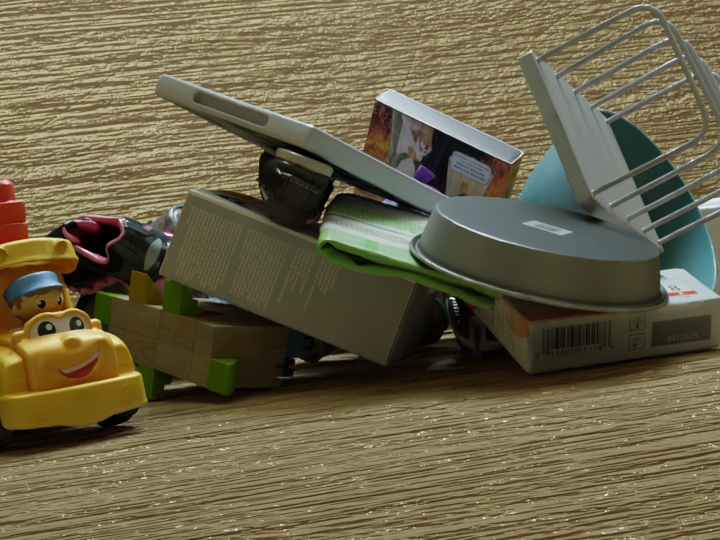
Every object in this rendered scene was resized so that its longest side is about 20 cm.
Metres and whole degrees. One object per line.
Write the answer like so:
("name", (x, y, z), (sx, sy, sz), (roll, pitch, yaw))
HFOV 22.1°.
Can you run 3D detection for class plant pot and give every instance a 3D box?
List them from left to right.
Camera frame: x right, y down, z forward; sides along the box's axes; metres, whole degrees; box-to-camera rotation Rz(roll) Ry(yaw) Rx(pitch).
("plant pot", (0.215, -0.028, 1.703), (0.135, 0.200, 0.200), (-34, -13, 31))

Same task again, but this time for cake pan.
("cake pan", (0.137, -0.016, 1.389), (0.200, 0.037, 0.200), (10, 14, -3))

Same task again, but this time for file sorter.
("file sorter", (0.240, -0.118, 1.530), (0.124, 0.139, 0.200), (-28, -22, 18))

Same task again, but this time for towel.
("towel", (0.039, -0.015, 1.453), (0.149, 0.031, 0.200), (15, 13, 0))

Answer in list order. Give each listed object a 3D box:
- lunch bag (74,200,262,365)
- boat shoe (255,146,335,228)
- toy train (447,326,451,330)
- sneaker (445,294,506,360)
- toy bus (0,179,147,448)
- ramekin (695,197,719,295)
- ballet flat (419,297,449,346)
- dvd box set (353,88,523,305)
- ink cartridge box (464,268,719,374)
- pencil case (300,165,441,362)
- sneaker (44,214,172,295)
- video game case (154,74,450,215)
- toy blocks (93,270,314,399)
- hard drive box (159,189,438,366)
("lunch bag", (-0.163, 0.027, 1.780), (0.168, 0.139, 0.200), (-37, -14, 29))
("boat shoe", (-0.058, -0.064, 1.500), (0.067, 0.057, 0.200), (24, 0, -3))
("toy train", (0.068, 0.046, 1.838), (0.200, 0.034, 0.046), (-4, 7, 44))
("sneaker", (0.116, 0.036, 1.603), (0.081, 0.084, 0.200), (5, 21, 6))
("toy bus", (-0.258, 0.029, 1.360), (0.136, 0.192, 0.200), (-7, 4, -38))
("ramekin", (0.373, -0.024, 1.898), (0.200, 0.098, 0.200), (-7, 2, 0))
("ballet flat", (0.004, 0.050, 1.735), (0.072, 0.068, 0.200), (-24, 16, -28))
("dvd box set", (0.061, -0.055, 1.722), (0.146, 0.200, 0.029), (28, 40, 16))
("ink cartridge box", (0.176, 0.015, 1.476), (0.162, 0.050, 0.200), (-7, 24, -14))
("pencil case", (0.000, 0.000, 1.647), (0.200, 0.086, 0.084), (-36, -46, 20))
("sneaker", (-0.240, -0.024, 1.659), (0.095, 0.079, 0.200), (31, -18, -39))
("video game case", (-0.046, -0.103, 1.536), (0.182, 0.022, 0.200), (22, -1, 40))
("toy blocks", (-0.113, 0.059, 1.544), (0.137, 0.100, 0.200), (2, 7, -40))
("hard drive box", (-0.044, 0.003, 1.516), (0.200, 0.077, 0.156), (22, 6, 8))
